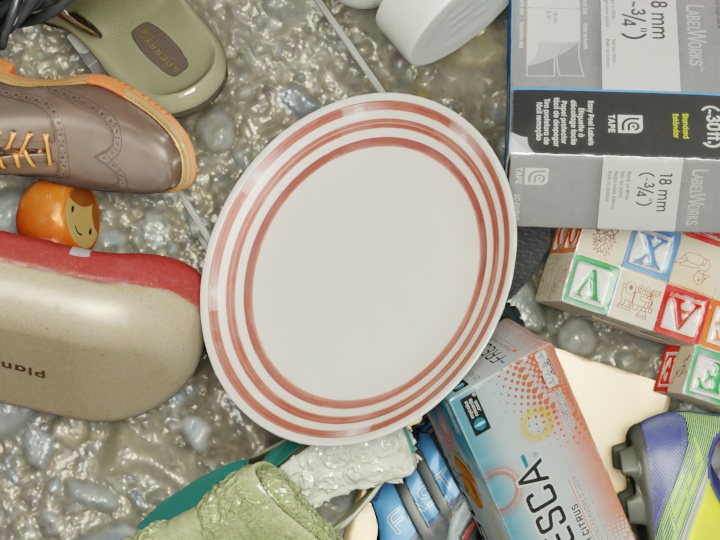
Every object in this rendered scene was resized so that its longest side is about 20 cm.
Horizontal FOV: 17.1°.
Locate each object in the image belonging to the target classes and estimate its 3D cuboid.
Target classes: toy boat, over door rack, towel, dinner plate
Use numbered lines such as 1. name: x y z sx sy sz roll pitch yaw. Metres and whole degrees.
1. toy boat: -0.181 0.002 1.384 0.199 0.131 0.131 13 58 0
2. over door rack: -0.056 -0.090 1.411 0.147 0.067 0.200 -32 74 -3
3. towel: -0.046 0.201 1.346 0.148 0.037 0.200 -30 116 25
4. dinner plate: 0.000 0.000 1.308 0.199 0.024 0.201 -11 69 29

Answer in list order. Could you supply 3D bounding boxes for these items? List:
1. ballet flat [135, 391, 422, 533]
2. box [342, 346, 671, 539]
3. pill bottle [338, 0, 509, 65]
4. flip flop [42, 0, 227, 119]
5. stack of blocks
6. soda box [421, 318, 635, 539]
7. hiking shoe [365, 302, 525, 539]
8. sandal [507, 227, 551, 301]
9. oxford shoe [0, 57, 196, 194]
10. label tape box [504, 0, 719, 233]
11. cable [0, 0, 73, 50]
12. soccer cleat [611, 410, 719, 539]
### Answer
1. ballet flat: -0.046 0.133 1.356 0.200 0.072 0.072 -33 87 33
2. box: 0.081 0.138 1.415 0.163 0.021 0.201 18 86 0
3. pill bottle: 0.001 -0.221 1.376 0.109 0.110 0.200 -38 77 -3
4. flip flop: -0.153 -0.163 1.381 0.081 0.058 0.200 -41 62 -7
5. stack of blocks: 0.207 0.020 1.385 0.199 0.059 0.116 18 85 -11
6. soda box: 0.101 0.131 1.312 0.068 0.064 0.201 -28 109 -12
7. hiking shoe: 0.042 0.110 1.367 0.086 0.074 0.201 14 86 0
8. sandal: 0.020 0.019 1.379 0.200 0.076 0.043 -33 59 -4
9. oxford shoe: -0.185 -0.072 1.363 0.199 0.073 0.072 13 124 28
10. label tape box: 0.180 -0.091 1.325 0.199 0.063 0.145 2 47 2
11. cable: -0.204 -0.207 1.363 0.163 0.051 0.201 -15 51 21
12. soccer cleat: 0.201 0.179 1.384 0.083 0.065 0.201 -12 95 -1
